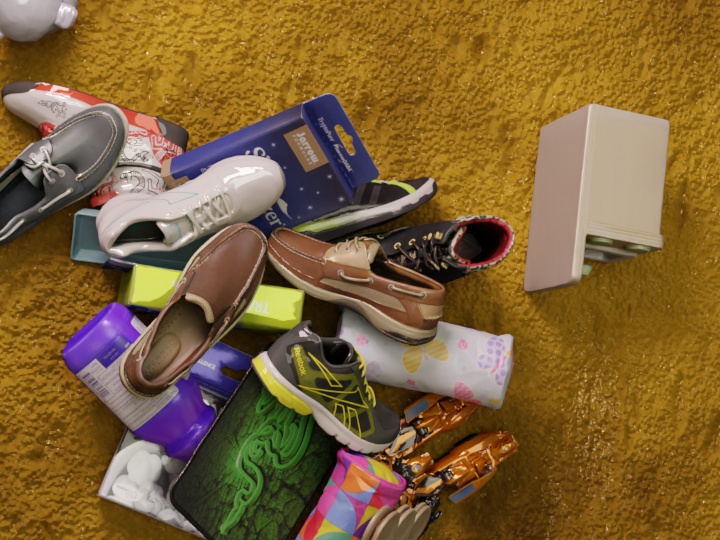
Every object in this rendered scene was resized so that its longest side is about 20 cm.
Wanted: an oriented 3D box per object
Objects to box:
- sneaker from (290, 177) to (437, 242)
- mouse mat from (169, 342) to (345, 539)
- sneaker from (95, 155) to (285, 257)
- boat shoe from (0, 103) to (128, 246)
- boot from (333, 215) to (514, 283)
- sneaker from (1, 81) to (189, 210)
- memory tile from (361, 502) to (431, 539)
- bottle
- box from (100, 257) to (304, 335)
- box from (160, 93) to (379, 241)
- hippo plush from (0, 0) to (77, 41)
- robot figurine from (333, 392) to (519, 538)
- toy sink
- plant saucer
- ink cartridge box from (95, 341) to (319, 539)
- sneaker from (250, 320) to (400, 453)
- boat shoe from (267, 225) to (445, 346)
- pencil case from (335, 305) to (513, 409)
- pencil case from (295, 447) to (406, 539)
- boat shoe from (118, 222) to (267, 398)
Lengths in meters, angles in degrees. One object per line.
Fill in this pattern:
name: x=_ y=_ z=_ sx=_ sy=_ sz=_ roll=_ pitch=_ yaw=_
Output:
sneaker: x=-0.010 y=-0.084 z=1.469 sx=0.198 sy=0.072 sz=0.084 roll=-19 pitch=89 yaw=-18
mouse mat: x=-0.098 y=0.196 z=1.371 sx=0.161 sy=0.007 sz=0.201 roll=51 pitch=57 yaw=-32
sneaker: x=-0.167 y=-0.054 z=1.334 sx=0.199 sy=0.080 sz=0.071 roll=-20 pitch=113 yaw=-1
boat shoe: x=-0.315 y=-0.092 z=1.342 sx=0.199 sy=0.062 sz=0.073 roll=-37 pitch=94 yaw=11
boot: x=0.055 y=-0.017 z=1.438 sx=0.202 sy=0.154 sz=0.074 roll=-9 pitch=87 yaw=-17
sneaker: x=-0.283 y=-0.120 z=1.393 sx=0.200 sy=0.067 sz=0.109 roll=16 pitch=78 yaw=-17
memory tile: x=0.004 y=0.329 z=1.378 sx=0.017 sy=0.153 sz=0.201 roll=29 pitch=96 yaw=21
bottle: x=-0.204 y=0.127 z=1.342 sx=0.083 sy=0.065 sz=0.200 roll=-39 pitch=104 yaw=18
box: x=-0.168 y=0.029 z=1.383 sx=0.198 sy=0.122 sz=0.048 roll=10 pitch=83 yaw=-15
box: x=-0.091 y=-0.097 z=1.386 sx=0.199 sy=0.033 sz=0.122 roll=-22 pitch=127 yaw=15
hippo plush: x=-0.326 y=-0.318 z=1.347 sx=0.158 sy=0.200 sz=0.162 roll=-19 pitch=98 yaw=4
robot figurine: x=0.068 y=0.206 z=1.469 sx=0.199 sy=0.058 sz=0.146 roll=-31 pitch=91 yaw=-17
toy sink: x=0.270 y=-0.070 z=1.523 sx=0.111 sy=0.130 sz=0.202 roll=10 pitch=81 yaw=-16
plant saucer: x=-0.202 y=-0.028 z=1.406 sx=0.198 sy=0.070 sz=0.019 roll=7 pitch=45 yaw=-11
ink cartridge box: x=-0.149 y=0.181 z=1.416 sx=0.197 sy=0.043 sz=0.202 roll=24 pitch=77 yaw=-13
sneaker: x=-0.017 y=0.120 z=1.369 sx=0.085 sy=0.075 sz=0.199 roll=-47 pitch=130 yaw=13
boat shoe: x=0.000 y=0.000 z=1.381 sx=0.199 sy=0.076 sz=0.074 roll=27 pitch=115 yaw=8
pencil case: x=0.066 y=0.092 z=1.437 sx=0.198 sy=0.091 sz=0.084 roll=11 pitch=77 yaw=5
pencil case: x=-0.031 y=0.284 z=1.389 sx=0.088 sy=0.088 sz=0.201 roll=29 pitch=95 yaw=-12
boat shoe: x=-0.150 y=0.038 z=1.283 sx=0.074 sy=0.075 sz=0.203 roll=36 pitch=74 yaw=-9
